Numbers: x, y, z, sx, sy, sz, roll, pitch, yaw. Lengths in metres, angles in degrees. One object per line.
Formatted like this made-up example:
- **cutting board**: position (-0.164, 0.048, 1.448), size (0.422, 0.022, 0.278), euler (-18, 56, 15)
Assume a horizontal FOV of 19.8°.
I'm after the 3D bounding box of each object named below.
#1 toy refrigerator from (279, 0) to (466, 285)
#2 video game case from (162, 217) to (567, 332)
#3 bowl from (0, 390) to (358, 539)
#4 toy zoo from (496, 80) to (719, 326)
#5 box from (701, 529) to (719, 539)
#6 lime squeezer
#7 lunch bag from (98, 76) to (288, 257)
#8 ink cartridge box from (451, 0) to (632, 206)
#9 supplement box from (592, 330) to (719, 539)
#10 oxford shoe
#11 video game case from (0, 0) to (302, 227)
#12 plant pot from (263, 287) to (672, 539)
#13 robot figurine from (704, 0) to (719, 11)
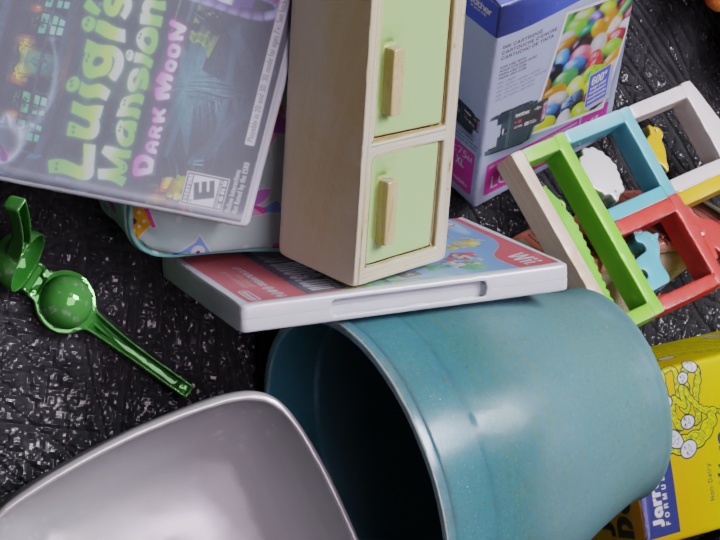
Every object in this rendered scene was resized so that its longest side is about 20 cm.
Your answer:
- **toy refrigerator**: position (0.009, -0.100, 1.124), size (0.076, 0.070, 0.202), euler (-16, 119, -42)
- **video game case**: position (0.000, 0.000, 1.193), size (0.198, 0.143, 0.018), euler (-7, 105, -22)
- **bowl**: position (-0.100, 0.180, 1.161), size (0.199, 0.075, 0.201), euler (-24, 99, -11)
- **toy zoo**: position (0.193, -0.044, 1.317), size (0.199, 0.020, 0.132), euler (-22, 79, -35)
- **box**: position (0.241, 0.293, 1.379), size (0.199, 0.047, 0.194), euler (-31, 105, -27)
- **lime squeezer**: position (-0.164, 0.008, 1.161), size (0.200, 0.070, 0.038), euler (55, 43, -48)
- **lunch bag**: position (-0.052, -0.095, 1.192), size (0.199, 0.077, 0.162), euler (-6, 113, -27)
- **ink cartridge box**: position (0.112, -0.141, 1.263), size (0.119, 0.042, 0.201), euler (-28, 143, -27)
- **supplement box**: position (0.225, 0.103, 1.343), size (0.199, 0.109, 0.110), euler (-11, 93, -28)
- **oxford shoe**: position (0.164, -0.001, 1.352), size (0.199, 0.071, 0.074), euler (-16, 126, -33)
- **video game case**: position (-0.117, -0.135, 1.086), size (0.181, 0.023, 0.202), euler (10, 101, -28)
- **plant pot**: position (0.072, 0.097, 1.204), size (0.187, 0.200, 0.202), euler (-17, 96, -27)
- **robot figurine**: position (0.300, -0.212, 1.398), size (0.144, 0.116, 0.202), euler (-5, 90, -69)
